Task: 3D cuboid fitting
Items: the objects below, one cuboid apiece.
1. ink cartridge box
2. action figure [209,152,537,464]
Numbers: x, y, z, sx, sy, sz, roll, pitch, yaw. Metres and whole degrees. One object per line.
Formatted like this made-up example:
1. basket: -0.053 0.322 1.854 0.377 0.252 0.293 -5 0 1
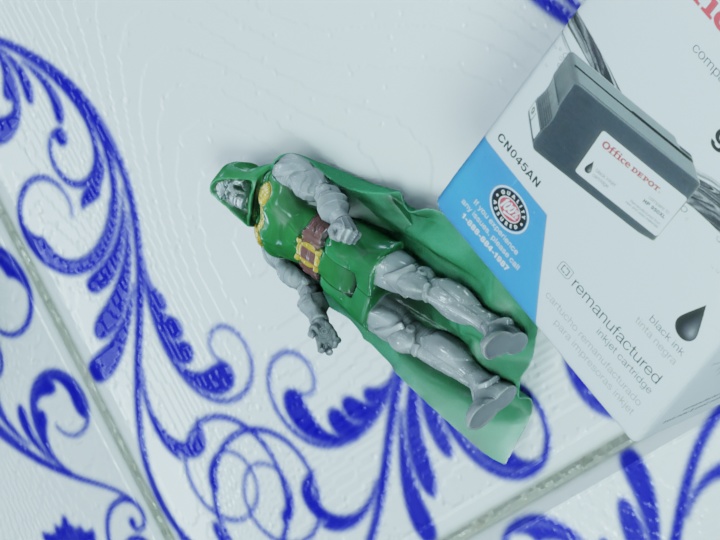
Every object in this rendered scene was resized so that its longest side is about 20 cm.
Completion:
1. ink cartridge box: 0.144 -0.050 1.256 0.145 0.084 0.200 51 132 17
2. action figure: 0.000 0.000 1.434 0.200 0.055 0.118 35 129 35
